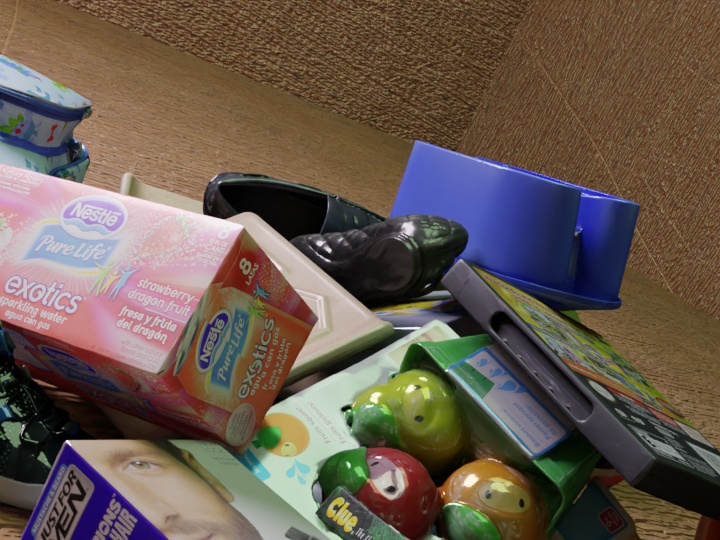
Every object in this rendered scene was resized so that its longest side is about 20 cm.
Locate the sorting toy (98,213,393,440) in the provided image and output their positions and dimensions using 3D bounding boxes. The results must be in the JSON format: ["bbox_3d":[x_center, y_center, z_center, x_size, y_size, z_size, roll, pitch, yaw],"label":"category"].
[{"bbox_3d":[-0.105,0.038,0.858,0.185,0.037,0.200,-24,37,-27],"label":"sorting toy"}]

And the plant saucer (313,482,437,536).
[{"bbox_3d":[0.012,0.151,0.835,0.200,0.036,0.200,25,11,-5],"label":"plant saucer"}]

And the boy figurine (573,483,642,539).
[{"bbox_3d":[0.145,0.172,0.841,0.200,0.064,0.124,36,0,-14],"label":"boy figurine"}]

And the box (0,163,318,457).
[{"bbox_3d":[-0.141,0.018,0.732,0.200,0.095,0.103,14,-25,34],"label":"box"}]

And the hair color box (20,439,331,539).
[{"bbox_3d":[-0.053,0.155,0.595,0.200,0.065,0.109,32,12,34],"label":"hair color box"}]

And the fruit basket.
[{"bbox_3d":[0.038,0.120,0.735,0.200,0.094,0.185,-20,56,-41],"label":"fruit basket"}]

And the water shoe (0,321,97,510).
[{"bbox_3d":[-0.204,0.056,0.662,0.200,0.079,0.072,26,11,-1],"label":"water shoe"}]

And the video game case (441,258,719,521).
[{"bbox_3d":[0.158,0.081,0.803,0.200,0.026,0.181,26,18,-50],"label":"video game case"}]

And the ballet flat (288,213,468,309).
[{"bbox_3d":[0.000,0.000,0.920,0.057,0.067,0.200,-15,4,-36],"label":"ballet flat"}]

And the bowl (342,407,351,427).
[{"bbox_3d":[0.091,0.125,1.039,0.200,0.075,0.200,24,10,-15],"label":"bowl"}]

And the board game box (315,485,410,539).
[{"bbox_3d":[0.068,0.183,0.610,0.200,0.023,0.105,46,-8,-25],"label":"board game box"}]

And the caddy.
[{"bbox_3d":[0.105,-0.023,0.938,0.141,0.105,0.200,9,10,-39],"label":"caddy"}]

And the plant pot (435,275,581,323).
[{"bbox_3d":[0.126,0.048,1.249,0.200,0.200,0.190,36,2,40],"label":"plant pot"}]

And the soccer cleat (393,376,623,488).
[{"bbox_3d":[0.098,0.120,0.920,0.200,0.068,0.073,9,-34,4],"label":"soccer cleat"}]

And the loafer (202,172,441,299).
[{"bbox_3d":[-0.028,-0.026,1.010,0.200,0.068,0.070,20,-9,-7],"label":"loafer"}]

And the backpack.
[{"bbox_3d":[-0.300,-0.090,0.948,0.183,0.147,0.200,23,14,-7],"label":"backpack"}]

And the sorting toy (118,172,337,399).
[{"bbox_3d":[-0.108,0.021,1.008,0.200,0.036,0.185,21,39,-19],"label":"sorting toy"}]

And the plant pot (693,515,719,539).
[{"bbox_3d":[0.367,0.226,0.938,0.201,0.201,0.195,33,5,32],"label":"plant pot"}]

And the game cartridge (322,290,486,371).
[{"bbox_3d":[0.046,0.043,1.000,0.133,0.041,0.200,0,7,20],"label":"game cartridge"}]
